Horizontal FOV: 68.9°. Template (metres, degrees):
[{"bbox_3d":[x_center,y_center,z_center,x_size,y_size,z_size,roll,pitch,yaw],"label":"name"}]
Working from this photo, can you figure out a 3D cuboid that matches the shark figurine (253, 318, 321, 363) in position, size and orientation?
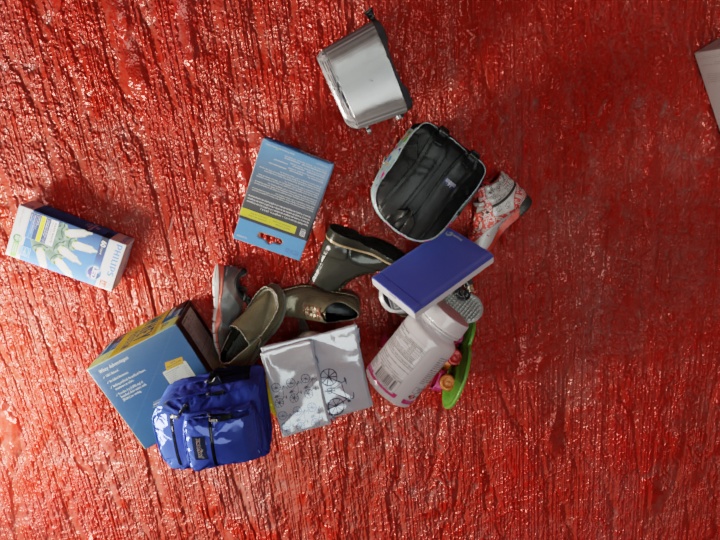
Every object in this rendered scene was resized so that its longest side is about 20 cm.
[{"bbox_3d":[-0.151,0.145,1.124,0.212,0.128,0.091,-14,77,23],"label":"shark figurine"}]

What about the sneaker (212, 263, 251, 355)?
[{"bbox_3d":[-0.263,0.086,1.083,0.081,0.077,0.203,0,107,-13],"label":"sneaker"}]

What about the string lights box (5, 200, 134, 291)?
[{"bbox_3d":[-0.558,-0.047,1.017,0.198,0.059,0.104,21,102,-12],"label":"string lights box"}]

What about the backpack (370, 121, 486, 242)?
[{"bbox_3d":[0.116,-0.162,1.010,0.177,0.151,0.201,34,93,-12],"label":"backpack"}]

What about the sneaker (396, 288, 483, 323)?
[{"bbox_3d":[0.156,0.070,1.114,0.197,0.079,0.080,8,84,2],"label":"sneaker"}]

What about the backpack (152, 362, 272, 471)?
[{"bbox_3d":[-0.271,0.269,0.949,0.197,0.168,0.165,-6,100,-4],"label":"backpack"}]

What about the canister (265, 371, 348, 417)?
[{"bbox_3d":[-0.093,0.237,1.111,0.198,0.087,0.149,-23,151,-2],"label":"canister"}]

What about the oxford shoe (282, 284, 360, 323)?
[{"bbox_3d":[-0.095,0.073,1.095,0.197,0.075,0.071,-2,108,-5],"label":"oxford shoe"}]

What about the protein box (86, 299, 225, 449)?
[{"bbox_3d":[-0.393,0.208,1.070,0.197,0.135,0.202,-27,108,2],"label":"protein box"}]

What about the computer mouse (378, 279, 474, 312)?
[{"bbox_3d":[0.129,0.029,1.061,0.197,0.044,0.111,-16,85,-9],"label":"computer mouse"}]

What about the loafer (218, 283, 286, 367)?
[{"bbox_3d":[-0.218,0.117,1.054,0.075,0.070,0.202,28,91,22],"label":"loafer"}]

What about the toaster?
[{"bbox_3d":[0.003,-0.358,0.961,0.128,0.114,0.202,-24,109,4],"label":"toaster"}]

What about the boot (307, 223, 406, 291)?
[{"bbox_3d":[0.000,0.000,1.097,0.198,0.078,0.139,24,114,-10],"label":"boot"}]

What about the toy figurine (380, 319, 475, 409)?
[{"bbox_3d":[0.134,0.171,1.135,0.182,0.150,0.202,20,82,-2],"label":"toy figurine"}]

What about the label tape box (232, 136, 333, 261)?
[{"bbox_3d":[-0.152,-0.141,1.032,0.143,0.063,0.202,19,103,-12],"label":"label tape box"}]

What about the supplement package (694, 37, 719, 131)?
[{"bbox_3d":[0.782,-0.374,1.037,0.119,0.121,0.201,-30,108,3],"label":"supplement package"}]

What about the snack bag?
[{"bbox_3d":[-0.080,0.216,1.028,0.197,0.021,0.191,-13,103,-8],"label":"snack bag"}]

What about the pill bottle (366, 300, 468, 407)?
[{"bbox_3d":[0.111,0.154,1.014,0.113,0.114,0.201,35,103,-14],"label":"pill bottle"}]

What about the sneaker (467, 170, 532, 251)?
[{"bbox_3d":[0.251,-0.110,1.086,0.108,0.067,0.202,42,94,-15],"label":"sneaker"}]

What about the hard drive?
[{"bbox_3d":[0.138,-0.001,1.010,0.199,0.132,0.026,-33,134,-19],"label":"hard drive"}]
